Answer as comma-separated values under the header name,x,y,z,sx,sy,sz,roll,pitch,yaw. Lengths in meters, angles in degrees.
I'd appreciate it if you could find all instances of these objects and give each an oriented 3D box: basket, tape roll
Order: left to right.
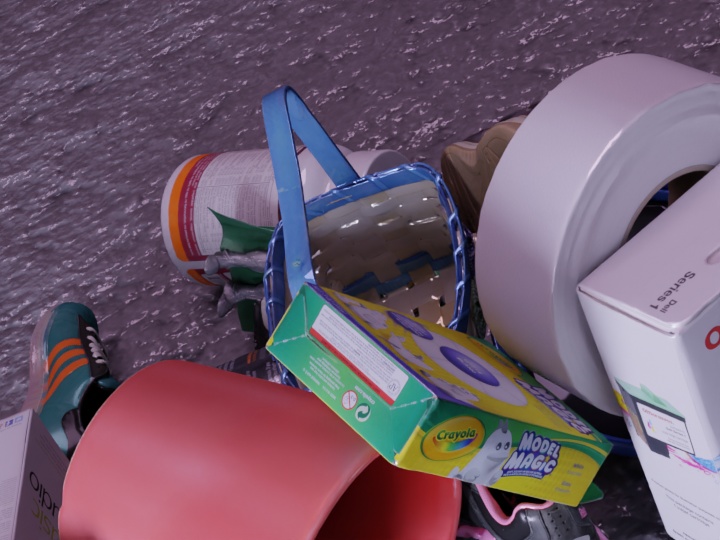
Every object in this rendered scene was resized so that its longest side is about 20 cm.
name,x,y,z,sx,sy,sz,roll,pitch,yaw
basket,0.000,0.000,1.167,0.138,0.200,0.177,-24,51,20
tape roll,0.164,-0.020,1.081,0.202,0.203,0.071,-38,37,-19

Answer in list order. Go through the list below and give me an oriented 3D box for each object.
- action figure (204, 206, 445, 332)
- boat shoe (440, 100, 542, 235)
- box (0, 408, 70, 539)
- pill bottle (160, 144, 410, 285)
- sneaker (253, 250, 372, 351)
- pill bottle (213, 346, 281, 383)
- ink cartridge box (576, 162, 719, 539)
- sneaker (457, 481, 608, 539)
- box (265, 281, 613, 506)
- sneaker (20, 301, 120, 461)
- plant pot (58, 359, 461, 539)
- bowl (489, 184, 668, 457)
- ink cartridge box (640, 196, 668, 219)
name,x,y,z,sx,sy,sz,roll,pitch,yaw
action figure,-0.017,0.009,1.412,0.198,0.119,0.055,1,40,22
boat shoe,0.101,-0.063,1.168,0.064,0.072,0.200,-24,-4,-12
box,-0.198,0.203,1.209,0.036,0.145,0.201,-22,32,11
pill bottle,-0.054,-0.045,1.501,0.199,0.110,0.110,-2,39,35
sneaker,-0.032,0.030,1.353,0.072,0.200,0.072,3,62,-20
pill bottle,-0.091,0.119,1.289,0.199,0.107,0.107,-22,31,9
ink cartridge box,0.221,0.052,1.052,0.145,0.201,0.084,-39,37,-19
sneaker,0.084,0.128,1.152,0.079,0.096,0.200,-36,30,-12
box,0.054,0.072,1.024,0.117,0.199,0.049,40,101,38
sneaker,-0.215,0.094,1.466,0.079,0.072,0.201,-14,38,12
plant pot,-0.064,0.148,1.086,0.176,0.201,0.201,23,54,28
bowl,0.181,0.024,1.195,0.199,0.039,0.202,-3,64,7
ink cartridge box,0.195,-0.049,1.291,0.108,0.051,0.200,26,39,19
